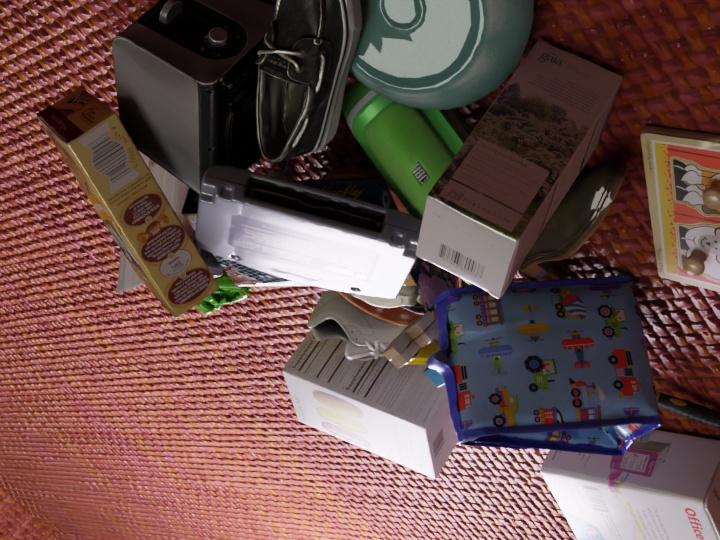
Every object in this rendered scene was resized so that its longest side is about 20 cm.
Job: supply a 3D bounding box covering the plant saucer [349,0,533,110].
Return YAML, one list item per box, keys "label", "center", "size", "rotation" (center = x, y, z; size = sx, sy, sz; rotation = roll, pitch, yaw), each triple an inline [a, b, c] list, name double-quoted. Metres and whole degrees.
- label: "plant saucer"
  center: [0.039, -0.216, 0.979]
  size: [0.199, 0.036, 0.201]
  rotation: [15, 125, 23]

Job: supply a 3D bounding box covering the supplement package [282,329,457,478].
- label: "supplement package"
  center: [0.023, 0.146, 1.472]
  size: [0.199, 0.110, 0.114]
  rotation: [19, 145, 26]

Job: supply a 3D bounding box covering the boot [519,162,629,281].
- label: "boot"
  center: [0.159, -0.060, 1.097]
  size: [0.097, 0.075, 0.200]
  rotation: [34, 151, -3]

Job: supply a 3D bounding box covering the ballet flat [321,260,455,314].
- label: "ballet flat"
  center: [0.000, 0.000, 1.259]
  size: [0.199, 0.071, 0.069]
  rotation: [17, 130, 27]

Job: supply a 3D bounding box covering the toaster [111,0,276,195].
- label: "toaster"
  center: [-0.119, -0.182, 1.106]
  size: [0.118, 0.181, 0.200]
  rotation: [33, 150, 15]

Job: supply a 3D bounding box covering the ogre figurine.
- label: "ogre figurine"
  center: [-0.124, -0.036, 1.347]
  size: [0.098, 0.120, 0.200]
  rotation: [17, 144, 1]

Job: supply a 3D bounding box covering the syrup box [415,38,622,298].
- label: "syrup box"
  center: [0.128, -0.085, 0.970]
  size: [0.078, 0.200, 0.082]
  rotation: [28, 147, 13]

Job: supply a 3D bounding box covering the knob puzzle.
- label: "knob puzzle"
  center: [0.332, -0.029, 1.011]
  size: [0.219, 0.031, 0.220]
  rotation: [25, 147, 17]

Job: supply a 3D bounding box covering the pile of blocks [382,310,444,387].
- label: "pile of blocks"
  center: [0.124, 0.080, 1.229]
  size: [0.062, 0.199, 0.083]
  rotation: [-40, 57, 56]

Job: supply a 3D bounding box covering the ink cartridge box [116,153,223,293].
- label: "ink cartridge box"
  center: [-0.200, -0.079, 1.314]
  size: [0.043, 0.201, 0.173]
  rotation: [12, 164, -33]

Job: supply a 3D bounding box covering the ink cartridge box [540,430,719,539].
- label: "ink cartridge box"
  center: [0.321, 0.249, 1.346]
  size: [0.199, 0.085, 0.145]
  rotation: [6, 139, 41]

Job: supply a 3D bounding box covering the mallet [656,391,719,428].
- label: "mallet"
  center: [0.292, 0.136, 1.239]
  size: [0.199, 0.066, 0.041]
  rotation: [25, 146, 17]

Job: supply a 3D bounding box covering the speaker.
- label: "speaker"
  center: [0.068, -0.088, 1.083]
  size: [0.200, 0.088, 0.088]
  rotation: [55, 151, 10]

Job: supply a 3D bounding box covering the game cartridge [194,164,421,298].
- label: "game cartridge"
  center: [-0.050, -0.030, 1.103]
  size: [0.199, 0.041, 0.133]
  rotation: [15, 151, -4]

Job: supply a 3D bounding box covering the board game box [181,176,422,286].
- label: "board game box"
  center: [-0.054, -0.034, 1.177]
  size: [0.199, 0.035, 0.136]
  rotation: [0, 147, 21]

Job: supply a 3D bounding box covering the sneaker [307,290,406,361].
- label: "sneaker"
  center: [0.031, 0.075, 1.387]
  size: [0.199, 0.092, 0.076]
  rotation: [17, 144, 26]

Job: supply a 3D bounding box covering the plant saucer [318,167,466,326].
- label: "plant saucer"
  center: [0.025, -0.026, 1.296]
  size: [0.199, 0.032, 0.201]
  rotation: [22, 139, 20]

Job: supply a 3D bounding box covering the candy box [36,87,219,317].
- label: "candy box"
  center: [-0.215, -0.063, 1.132]
  size: [0.115, 0.055, 0.201]
  rotation: [36, 156, 57]

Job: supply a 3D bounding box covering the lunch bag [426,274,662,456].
- label: "lunch bag"
  center: [0.160, 0.087, 1.136]
  size: [0.199, 0.151, 0.094]
  rotation: [2, 152, -15]

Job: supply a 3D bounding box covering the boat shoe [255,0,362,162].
- label: "boat shoe"
  center: [-0.048, -0.171, 0.990]
  size: [0.072, 0.071, 0.201]
  rotation: [27, 134, 26]
